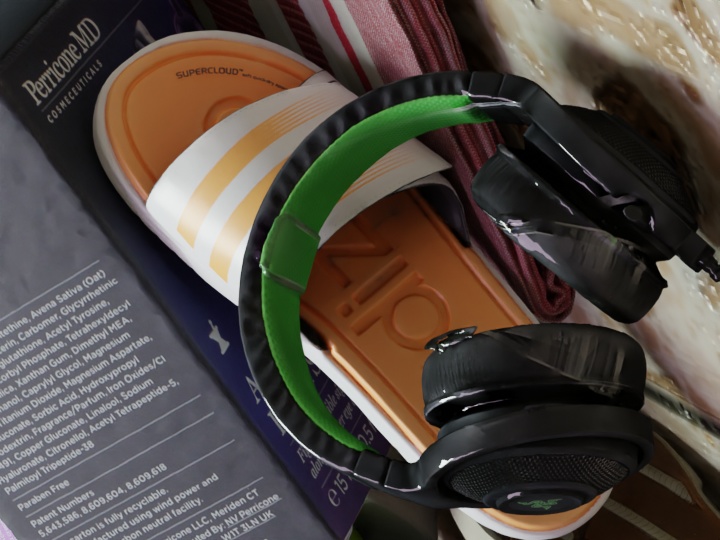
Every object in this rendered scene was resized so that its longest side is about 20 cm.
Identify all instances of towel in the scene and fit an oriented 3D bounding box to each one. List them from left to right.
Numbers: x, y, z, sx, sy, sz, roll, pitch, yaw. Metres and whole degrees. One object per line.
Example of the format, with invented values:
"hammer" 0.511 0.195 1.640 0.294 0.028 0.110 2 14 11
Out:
"towel" -0.007 -0.070 1.002 0.200 0.023 0.144 33 154 55

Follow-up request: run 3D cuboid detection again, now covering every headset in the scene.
"headset" 0.053 0.007 0.823 0.200 0.124 0.094 11 170 26

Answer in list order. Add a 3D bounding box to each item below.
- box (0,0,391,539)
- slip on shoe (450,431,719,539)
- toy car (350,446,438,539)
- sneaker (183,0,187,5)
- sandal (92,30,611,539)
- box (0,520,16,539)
"box" -0.083 0.006 1.027 0.200 0.104 0.148 54 -154 -15
"slip on shoe" 0.101 0.109 0.953 0.200 0.076 0.061 32 146 37
"toy car" 0.007 0.178 1.232 0.150 0.175 0.200 15 152 9
"sneaker" -0.107 -0.105 1.098 0.071 0.080 0.200 28 148 56
"sandal" 0.006 -0.005 0.927 0.207 0.079 0.059 44 163 7
"box" -0.119 0.039 1.120 0.200 0.039 0.137 63 -156 -11
